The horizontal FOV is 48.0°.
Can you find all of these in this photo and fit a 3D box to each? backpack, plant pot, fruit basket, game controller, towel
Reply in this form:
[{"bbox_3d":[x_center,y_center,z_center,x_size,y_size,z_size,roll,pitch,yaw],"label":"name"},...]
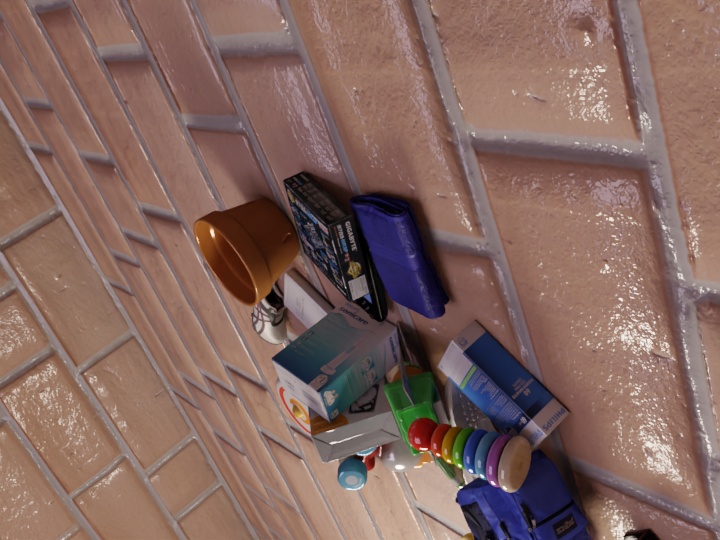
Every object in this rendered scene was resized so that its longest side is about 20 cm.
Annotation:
[{"bbox_3d":[0.273,0.413,1.296,0.201,0.162,0.168,64,156,8],"label":"backpack"},{"bbox_3d":[-0.215,-0.049,1.603,0.200,0.140,0.201,39,150,28],"label":"plant pot"},{"bbox_3d":[0.103,0.214,1.424,0.200,0.093,0.186,-84,-24,-59],"label":"fruit basket"},{"bbox_3d":[0.000,0.000,1.418,0.104,0.042,0.201,29,144,40],"label":"game controller"},{"bbox_3d":[0.065,-0.027,1.278,0.147,0.049,0.201,27,145,55],"label":"towel"},{"bbox_3d":[0.133,0.324,1.550,0.200,0.023,0.153,52,-177,4],"label":"towel"}]

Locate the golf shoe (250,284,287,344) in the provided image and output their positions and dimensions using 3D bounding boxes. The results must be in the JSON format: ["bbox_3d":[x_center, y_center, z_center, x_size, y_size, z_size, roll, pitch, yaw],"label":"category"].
[{"bbox_3d":[-0.207,0.095,1.844,0.088,0.077,0.201,13,134,43],"label":"golf shoe"}]

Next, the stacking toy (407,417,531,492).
[{"bbox_3d":[0.160,0.276,1.261,0.199,0.085,0.086,11,134,35],"label":"stacking toy"}]

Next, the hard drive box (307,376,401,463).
[{"bbox_3d":[-0.020,0.249,1.535,0.200,0.155,0.077,-106,-3,-58],"label":"hard drive box"}]

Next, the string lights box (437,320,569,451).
[{"bbox_3d":[0.219,0.185,1.263,0.200,0.059,0.103,45,153,16],"label":"string lights box"}]

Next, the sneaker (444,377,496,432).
[{"bbox_3d":[0.181,0.254,1.403,0.080,0.076,0.201,28,144,58],"label":"sneaker"}]

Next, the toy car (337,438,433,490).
[{"bbox_3d":[0.063,0.346,1.661,0.199,0.185,0.178,12,117,-5],"label":"toy car"}]

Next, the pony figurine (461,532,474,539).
[{"bbox_3d":[0.302,0.522,1.431,0.167,0.192,0.200,93,153,-49],"label":"pony figurine"}]

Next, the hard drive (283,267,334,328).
[{"bbox_3d":[-0.087,0.099,1.703,0.200,0.026,0.132,43,152,20],"label":"hard drive"}]

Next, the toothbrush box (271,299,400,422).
[{"bbox_3d":[-0.040,0.163,1.505,0.146,0.200,0.086,26,145,41],"label":"toothbrush box"}]

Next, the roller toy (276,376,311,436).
[{"bbox_3d":[-0.095,0.280,1.808,0.183,0.140,0.200,59,153,-13],"label":"roller toy"}]

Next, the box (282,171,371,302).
[{"bbox_3d":[-0.059,-0.059,1.377,0.200,0.046,0.160,45,155,51],"label":"box"}]

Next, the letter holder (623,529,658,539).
[{"bbox_3d":[0.449,0.518,1.248,0.200,0.100,0.142,49,156,8],"label":"letter holder"}]
